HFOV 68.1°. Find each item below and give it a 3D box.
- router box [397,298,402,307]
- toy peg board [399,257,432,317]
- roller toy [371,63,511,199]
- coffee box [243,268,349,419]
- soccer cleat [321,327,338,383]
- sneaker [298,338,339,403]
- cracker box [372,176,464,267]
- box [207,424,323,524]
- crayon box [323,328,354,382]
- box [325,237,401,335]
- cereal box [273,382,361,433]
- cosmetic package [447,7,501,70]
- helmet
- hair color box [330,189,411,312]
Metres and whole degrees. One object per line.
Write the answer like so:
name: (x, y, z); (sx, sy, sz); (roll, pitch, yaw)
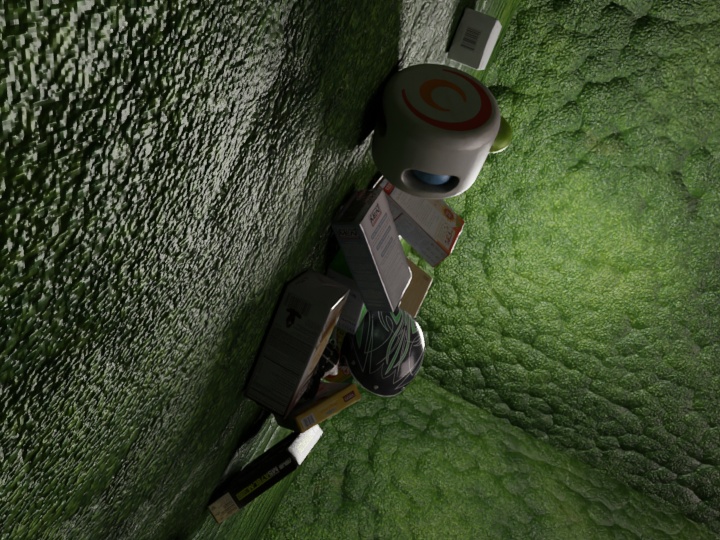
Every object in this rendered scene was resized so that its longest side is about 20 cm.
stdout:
router box: (0.009, 0.113, 1.371); (0.051, 0.148, 0.201); (-56, 170, -41)
toy peg board: (0.085, 0.044, 1.570); (0.098, 0.199, 0.200); (-49, -176, 41)
roller toy: (0.109, -0.211, 0.825); (0.182, 0.200, 0.140); (-33, 157, -28)
coffee box: (-0.100, 0.113, 0.847); (0.202, 0.079, 0.114); (-66, 172, 18)
soccer cleat: (-0.079, 0.199, 1.283); (0.202, 0.086, 0.070); (-66, 172, 18)
sneaker: (-0.116, 0.214, 1.166); (0.085, 0.077, 0.200); (-31, -168, 37)
cracker box: (0.116, -0.122, 1.104); (0.058, 0.200, 0.134); (-39, -169, 41)
box: (-0.181, 0.389, 1.055); (0.199, 0.048, 0.193); (-37, 174, 7)
crayon box: (-0.046, 0.190, 1.343); (0.202, 0.126, 0.051); (-68, 172, 22)
box: (0.000, 0.000, 1.127); (0.201, 0.096, 0.177); (-58, 169, -39)
cereal box: (-0.098, 0.286, 1.132); (0.143, 0.040, 0.200); (-26, 180, -25)
cosmetic package: (0.269, -0.536, 1.244); (0.114, 0.081, 0.200); (-69, 170, 27)
helmet: (0.051, 0.177, 1.193); (0.201, 0.199, 0.191); (-61, -171, -17)
hair color box: (0.025, -0.032, 0.945); (0.099, 0.060, 0.201); (-58, 139, -39)
